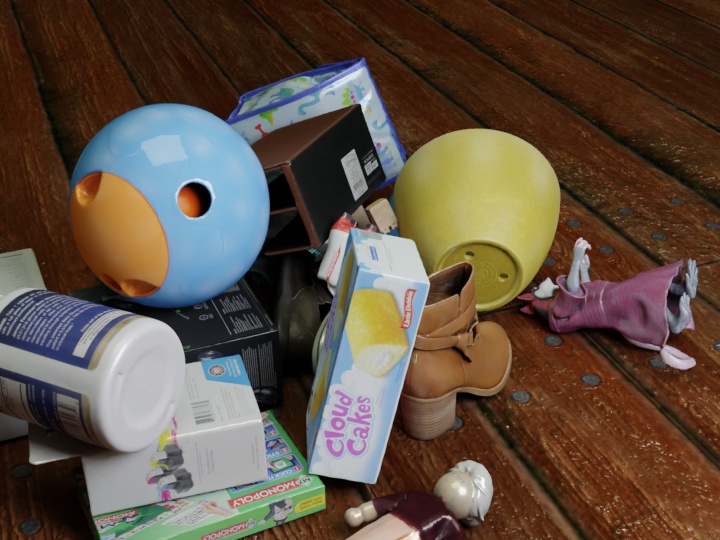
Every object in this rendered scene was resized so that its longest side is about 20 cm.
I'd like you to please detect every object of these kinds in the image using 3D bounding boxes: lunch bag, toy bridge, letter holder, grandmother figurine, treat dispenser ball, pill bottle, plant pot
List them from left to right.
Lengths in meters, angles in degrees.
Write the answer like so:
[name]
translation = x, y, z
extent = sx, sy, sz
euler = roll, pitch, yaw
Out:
[pill bottle]
translation = -0.258, 0.077, 0.964
extent = 0.198, 0.112, 0.111
euler = 13, 31, 26
[treat dispenser ball]
translation = -0.190, -0.064, 1.131
extent = 0.198, 0.203, 0.201
euler = -1, 28, 1
[letter holder]
translation = -0.081, -0.101, 1.317
extent = 0.141, 0.102, 0.200
euler = -11, 21, 29
[lunch bag]
translation = -0.053, -0.174, 1.505
extent = 0.198, 0.171, 0.128
euler = -17, 25, 19
[toy bridge]
translation = -0.004, -0.059, 1.397
extent = 0.027, 0.068, 0.200
euler = -34, 17, -17
[grandmother figurine]
translation = 0.038, 0.220, 0.946
extent = 0.199, 0.061, 0.121
euler = -27, 46, -34
[plant pot]
translation = 0.132, -0.037, 1.291
extent = 0.197, 0.202, 0.143
euler = 1, 39, 4

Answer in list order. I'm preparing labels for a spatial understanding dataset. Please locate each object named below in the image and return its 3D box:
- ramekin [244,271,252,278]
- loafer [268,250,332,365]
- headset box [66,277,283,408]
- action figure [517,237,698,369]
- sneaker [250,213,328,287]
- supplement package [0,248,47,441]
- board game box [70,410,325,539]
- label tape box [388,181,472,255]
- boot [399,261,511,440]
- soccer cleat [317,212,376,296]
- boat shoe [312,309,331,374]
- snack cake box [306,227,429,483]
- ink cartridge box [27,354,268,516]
[ramekin]
translation = -0.230, -0.049, 1.418
extent = 0.200, 0.095, 0.203
euler = -2, 28, 1
[loafer]
translation = -0.064, 0.045, 1.276
extent = 0.071, 0.074, 0.201
euler = 14, 35, -8
[headset box]
translation = -0.201, 0.081, 1.177
extent = 0.198, 0.094, 0.174
euler = -13, 31, -20
[action figure]
translation = 0.271, 0.042, 1.254
extent = 0.198, 0.151, 0.134
euler = -8, -7, 27
[sneaker]
translation = -0.099, -0.022, 1.384
extent = 0.198, 0.092, 0.077
euler = 10, 13, -37
[supplement package]
translation = -0.373, 0.076, 1.178
extent = 0.112, 0.111, 0.200
euler = -12, 29, -19
[board game box]
translation = -0.148, 0.197, 1.026
extent = 0.198, 0.029, 0.135
euler = -14, 31, -21
[label tape box]
translation = 0.099, -0.067, 1.466
extent = 0.198, 0.064, 0.144
euler = -9, 28, -14
[boot]
translation = 0.102, 0.058, 1.135
extent = 0.073, 0.156, 0.200
euler = 13, 31, 25
[soccer cleat]
translation = 0.000, 0.000, 1.288
extent = 0.068, 0.086, 0.200
euler = 26, -6, 18
[boat shoe]
translation = 0.019, 0.062, 1.223
extent = 0.062, 0.076, 0.199
euler = 12, 25, 35
[snack cake box]
translation = 0.002, 0.076, 1.038
extent = 0.066, 0.202, 0.115
euler = 11, 18, -9
[ink cartridge box]
translation = -0.192, 0.148, 1.017
extent = 0.198, 0.069, 0.115
euler = -9, 28, -13
